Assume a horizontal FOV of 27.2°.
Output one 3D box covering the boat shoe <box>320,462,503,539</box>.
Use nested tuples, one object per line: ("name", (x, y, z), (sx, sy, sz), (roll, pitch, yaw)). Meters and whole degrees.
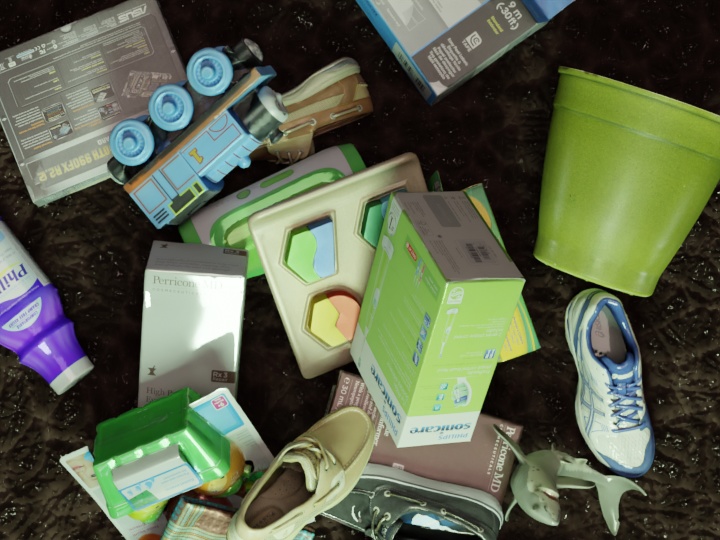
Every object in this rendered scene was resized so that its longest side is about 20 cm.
("boat shoe", (0.040, 0.245, 1.466), (0.198, 0.066, 0.070), (12, 125, 3))

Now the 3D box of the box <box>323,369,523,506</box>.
("box", (0.057, 0.177, 1.527), (0.198, 0.075, 0.101), (16, 86, -4))

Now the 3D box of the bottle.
("bottle", (-0.351, 0.034, 1.518), (0.083, 0.065, 0.201), (-37, 89, -6))

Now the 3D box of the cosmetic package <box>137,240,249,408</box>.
("cosmetic package", (-0.168, 0.079, 1.483), (0.101, 0.074, 0.202), (4, 114, -3))

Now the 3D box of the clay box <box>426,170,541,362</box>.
("clay box", (0.122, -0.007, 1.522), (0.047, 0.115, 0.202), (-18, 88, -5))

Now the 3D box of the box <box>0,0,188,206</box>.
("box", (-0.275, -0.178, 1.545), (0.198, 0.048, 0.160), (-23, 89, -4))

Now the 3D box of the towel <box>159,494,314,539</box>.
("towel", (-0.145, 0.315, 1.463), (0.145, 0.022, 0.201), (16, 117, -20))

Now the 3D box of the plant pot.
("plant pot", (0.266, -0.083, 1.509), (0.199, 0.200, 0.195), (17, 97, -2))

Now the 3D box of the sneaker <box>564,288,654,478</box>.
("sneaker", (0.258, 0.118, 1.534), (0.075, 0.088, 0.202), (-17, 88, -6))

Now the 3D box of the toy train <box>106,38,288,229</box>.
("toy train", (-0.158, -0.136, 1.471), (0.200, 0.087, 0.114), (-39, 93, 12))

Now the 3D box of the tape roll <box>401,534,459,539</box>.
("tape roll", (0.067, 0.368, 1.515), (0.200, 0.071, 0.205), (0, 85, -3))

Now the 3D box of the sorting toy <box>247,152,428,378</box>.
("sorting toy", (0.000, 0.000, 1.508), (0.184, 0.037, 0.201), (-21, 116, -6))

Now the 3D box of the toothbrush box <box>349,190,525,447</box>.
("toothbrush box", (0.068, 0.046, 1.428), (0.085, 0.146, 0.201), (-1, 126, -24))

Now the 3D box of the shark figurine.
("shark figurine", (0.187, 0.222, 1.497), (0.128, 0.214, 0.090), (41, 108, 30))

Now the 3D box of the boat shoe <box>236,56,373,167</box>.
("boat shoe", (-0.075, -0.144, 1.542), (0.199, 0.076, 0.072), (-32, 90, -3))

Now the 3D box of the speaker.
("speaker", (-0.083, -0.055, 1.529), (0.199, 0.088, 0.089), (-26, 88, -4))

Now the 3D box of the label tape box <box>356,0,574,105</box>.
("label tape box", (0.114, -0.292, 1.566), (0.199, 0.066, 0.144), (-36, 89, -3))

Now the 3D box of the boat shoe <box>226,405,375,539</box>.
("boat shoe", (-0.050, 0.193, 1.417), (0.072, 0.065, 0.200), (38, 55, 15))

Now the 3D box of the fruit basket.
("fruit basket", (-0.167, 0.219, 1.457), (0.184, 0.094, 0.201), (-22, 120, 11))
